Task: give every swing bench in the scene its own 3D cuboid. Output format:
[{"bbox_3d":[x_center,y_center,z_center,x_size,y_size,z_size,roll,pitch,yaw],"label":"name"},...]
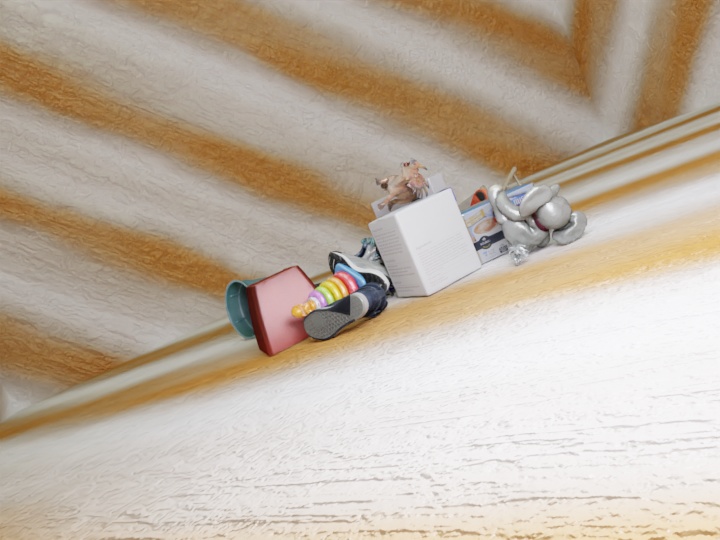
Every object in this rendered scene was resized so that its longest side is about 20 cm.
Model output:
[{"bbox_3d":[0.395,-0.189,1.758,0.199,0.131,0.199,-31,-4,-37],"label":"swing bench"}]

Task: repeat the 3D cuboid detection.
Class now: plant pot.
[{"bbox_3d":[-0.202,0.095,1.517,0.198,0.178,0.200,-26,6,-17],"label":"plant pot"},{"bbox_3d":[-0.323,0.108,1.936,0.195,0.203,0.199,-17,0,-44],"label":"plant pot"}]

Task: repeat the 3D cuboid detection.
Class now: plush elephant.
[{"bbox_3d":[0.375,-0.118,1.203,0.154,0.164,0.201,-36,27,31],"label":"plush elephant"}]

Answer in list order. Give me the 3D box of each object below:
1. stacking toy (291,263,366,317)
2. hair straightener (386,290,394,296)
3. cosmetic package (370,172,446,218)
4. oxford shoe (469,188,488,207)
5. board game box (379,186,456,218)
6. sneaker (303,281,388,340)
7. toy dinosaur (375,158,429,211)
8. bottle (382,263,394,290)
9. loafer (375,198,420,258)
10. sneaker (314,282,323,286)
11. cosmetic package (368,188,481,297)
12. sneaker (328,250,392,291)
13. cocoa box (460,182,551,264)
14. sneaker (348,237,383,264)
[{"bbox_3d":[-0.087,0.074,1.395,0.199,0.111,0.116,-24,41,-38],"label":"stacking toy"},{"bbox_3d":[0.027,0.064,1.533,0.077,0.041,0.199,-28,7,-33],"label":"hair straightener"},{"bbox_3d":[0.133,-0.206,1.580,0.199,0.051,0.082,-20,10,38],"label":"cosmetic package"},{"bbox_3d":[0.327,-0.127,1.555,0.072,0.071,0.202,-8,-49,-33],"label":"oxford shoe"},{"bbox_3d":[0.163,-0.174,1.650,0.134,0.045,0.199,-28,7,-31],"label":"board game box"},{"bbox_3d":[-0.028,0.093,1.329,0.201,0.078,0.146,-26,-1,35],"label":"sneaker"},{"bbox_3d":[0.111,-0.197,1.362,0.134,0.087,0.200,-14,-3,17],"label":"toy dinosaur"},{"bbox_3d":[0.078,0.013,1.576,0.065,0.085,0.199,-13,-4,-42],"label":"bottle"},{"bbox_3d":[0.107,-0.112,1.483,0.201,0.070,0.068,-45,-31,-16],"label":"loafer"},{"bbox_3d":[-0.149,0.103,1.712,0.080,0.087,0.199,17,20,35],"label":"sneaker"},{"bbox_3d":[0.151,-0.061,1.362,0.165,0.202,0.167,-26,7,-20],"label":"cosmetic package"},{"bbox_3d":[0.000,0.000,1.482,0.199,0.075,0.079,24,36,26],"label":"sneaker"},{"bbox_3d":[0.343,-0.117,1.421,0.198,0.133,0.133,-24,5,-2],"label":"cocoa box"},{"bbox_3d":[0.049,-0.058,1.526,0.199,0.087,0.078,-38,19,3],"label":"sneaker"}]
